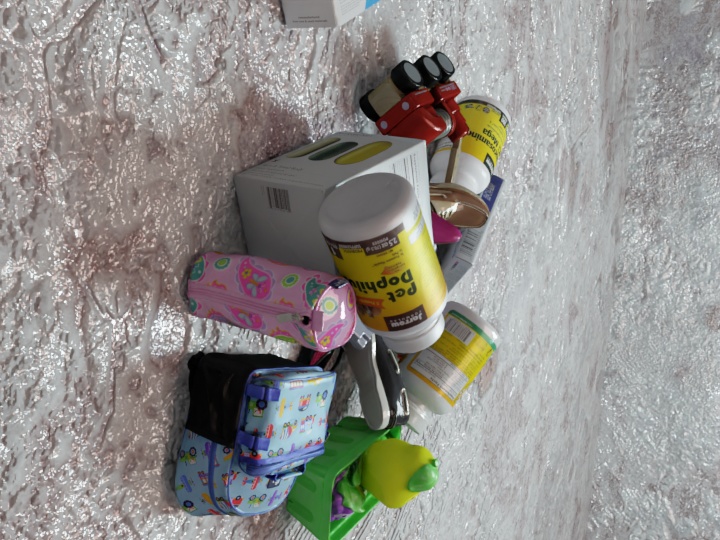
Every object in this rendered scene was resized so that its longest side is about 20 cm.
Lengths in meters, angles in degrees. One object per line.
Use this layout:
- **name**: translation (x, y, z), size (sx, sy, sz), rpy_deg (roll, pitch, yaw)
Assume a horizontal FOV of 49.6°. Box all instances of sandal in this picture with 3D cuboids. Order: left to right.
- **sandal**: translation (-0.059, 0.136, 1.125), size (0.200, 0.045, 0.075), rpy_deg (-64, 146, -28)

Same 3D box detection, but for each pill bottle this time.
- **pill bottle**: translation (0.033, -0.002, 0.875), size (0.109, 0.109, 0.200), rpy_deg (-57, 138, -37)
- **pill bottle**: translation (0.123, 0.157, 1.242), size (0.200, 0.113, 0.113), rpy_deg (-51, 143, -10)
- **pill bottle**: translation (0.193, -0.210, 1.410), size (0.200, 0.112, 0.112), rpy_deg (-66, 147, -25)

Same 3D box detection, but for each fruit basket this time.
- **fruit basket**: translation (0.019, 0.306, 1.139), size (0.216, 0.215, 0.156), rpy_deg (-26, 127, -56)

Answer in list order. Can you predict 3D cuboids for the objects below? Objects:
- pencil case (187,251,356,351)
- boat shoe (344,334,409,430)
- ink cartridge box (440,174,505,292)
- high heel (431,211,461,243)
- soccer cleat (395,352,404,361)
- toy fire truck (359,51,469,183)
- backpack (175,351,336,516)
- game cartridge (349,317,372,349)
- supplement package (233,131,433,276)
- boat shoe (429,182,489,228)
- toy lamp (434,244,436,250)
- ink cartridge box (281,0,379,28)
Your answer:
- **pencil case**: translation (-0.101, 0.032, 0.866), size (0.087, 0.200, 0.088), rpy_deg (-26, 122, -51)
- **boat shoe**: translation (0.027, 0.142, 1.184), size (0.060, 0.074, 0.200), rpy_deg (2, 61, -34)
- **ink cartridge box**: translation (0.193, -0.057, 1.473), size (0.197, 0.043, 0.200), rpy_deg (-66, -176, -27)
- **high heel**: translation (0.055, -0.104, 1.096), size (0.067, 0.200, 0.096), rpy_deg (-40, 145, -59)
- **soccer cleat**: translation (0.045, 0.066, 1.273), size (0.078, 0.069, 0.200), rpy_deg (-58, 140, -40)
- **toy fire truck**: translation (0.106, -0.212, 1.202), size (0.200, 0.129, 0.176), rpy_deg (55, 37, 1)
- **backpack**: translation (-0.128, 0.206, 0.936), size (0.182, 0.134, 0.200), rpy_deg (13, 88, -60)
- **game cartridge**: translation (0.000, 0.000, 1.153), size (0.133, 0.041, 0.200), rpy_deg (52, 48, -25)
- **supplement package**: translation (-0.028, -0.074, 0.991), size (0.200, 0.152, 0.151), rpy_deg (-32, 124, -43)
- **boat shoe**: translation (0.106, -0.094, 1.196), size (0.072, 0.200, 0.076), rpy_deg (-94, -158, -44)
- **toy lamp**: translation (0.031, -0.020, 1.126), size (0.200, 0.058, 0.058), rpy_deg (-21, 116, -47)
- **ink cartridge box**: translation (-0.043, -0.422, 0.969), size (0.146, 0.086, 0.200), rpy_deg (-48, 136, -45)
